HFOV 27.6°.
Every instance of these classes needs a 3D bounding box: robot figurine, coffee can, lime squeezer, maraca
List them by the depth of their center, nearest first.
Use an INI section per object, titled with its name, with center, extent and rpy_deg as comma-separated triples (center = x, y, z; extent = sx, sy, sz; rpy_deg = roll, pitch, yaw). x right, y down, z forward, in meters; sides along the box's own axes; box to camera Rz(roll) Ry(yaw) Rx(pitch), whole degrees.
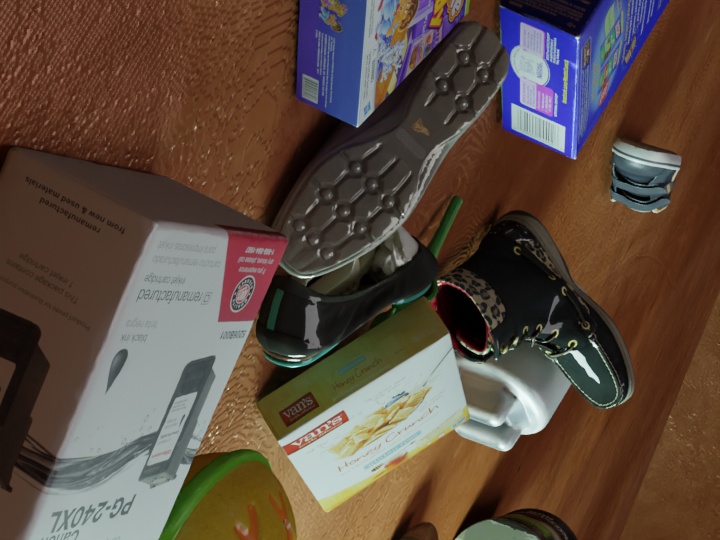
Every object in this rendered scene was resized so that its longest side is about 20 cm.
[maraca]
center = -0.105, 0.177, 0.865
extent = 0.200, 0.106, 0.138
rpy_deg = -22, 128, -63
[lime squeezer]
center = 0.039, 0.030, 1.169
extent = 0.201, 0.037, 0.071
rpy_deg = -65, 162, -1
[robot figurine]
center = 0.160, 0.079, 1.439
extent = 0.201, 0.112, 0.170
rpy_deg = -53, 145, -28
[coffee can]
center = 0.201, 0.389, 1.900
extent = 0.147, 0.145, 0.200
rpy_deg = -65, 161, 3

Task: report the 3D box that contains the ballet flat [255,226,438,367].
[ballet flat]
center = 0.000, 0.000, 0.988
extent = 0.200, 0.067, 0.069
rpy_deg = -35, 134, -55

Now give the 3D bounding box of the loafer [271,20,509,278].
[loafer]
center = 0.015, -0.074, 0.922
extent = 0.200, 0.070, 0.070
rpy_deg = -46, -167, -12

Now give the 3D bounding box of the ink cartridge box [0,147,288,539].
[ink cartridge box]
center = -0.130, 0.057, 0.678
extent = 0.202, 0.083, 0.145
rpy_deg = -67, 161, 7

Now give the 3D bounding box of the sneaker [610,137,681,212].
[sneaker]
center = 0.330, -0.108, 1.705
extent = 0.200, 0.078, 0.080
rpy_deg = -4, 113, -71

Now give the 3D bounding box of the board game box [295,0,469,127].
[board game box]
center = 0.021, -0.199, 0.810
extent = 0.135, 0.044, 0.201
rpy_deg = -49, 156, -37

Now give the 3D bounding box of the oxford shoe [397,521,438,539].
[oxford shoe]
center = 0.053, 0.363, 1.595
extent = 0.071, 0.071, 0.202
rpy_deg = -41, 150, -59

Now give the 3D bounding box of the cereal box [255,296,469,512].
[cereal box]
center = 0.008, 0.105, 1.096
extent = 0.143, 0.040, 0.200
rpy_deg = -33, 156, -5

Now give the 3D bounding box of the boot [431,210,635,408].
[boot]
center = 0.151, 0.060, 1.307
extent = 0.073, 0.205, 0.153
rpy_deg = -32, -179, 41

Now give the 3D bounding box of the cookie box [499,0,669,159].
[cookie box]
center = 0.191, -0.222, 1.187
extent = 0.201, 0.075, 0.172
rpy_deg = -56, 160, -21
